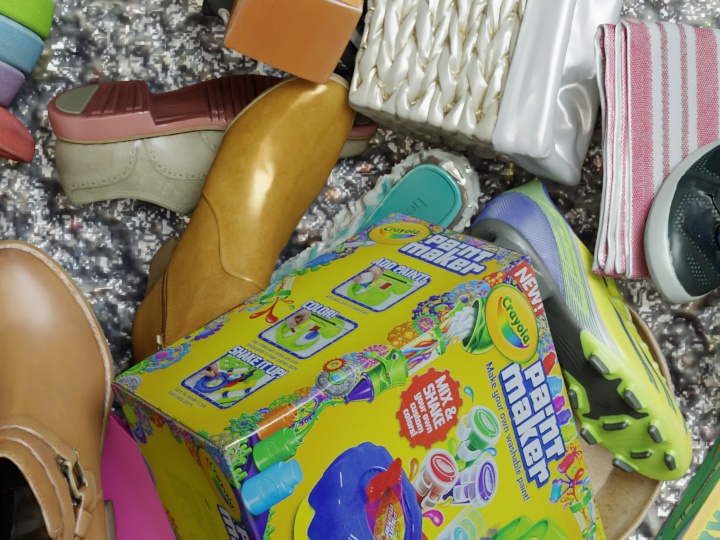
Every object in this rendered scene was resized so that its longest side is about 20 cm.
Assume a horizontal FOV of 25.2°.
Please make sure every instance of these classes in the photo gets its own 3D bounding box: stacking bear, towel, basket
[{"bbox_3d":[-0.227,-0.182,0.960,0.121,0.114,0.201,18,86,0],"label":"stacking bear"},{"bbox_3d":[0.214,-0.067,0.950,0.199,0.030,0.148,0,91,-35],"label":"towel"},{"bbox_3d":[0.081,-0.162,0.929,0.123,0.135,0.202,12,90,18],"label":"basket"}]

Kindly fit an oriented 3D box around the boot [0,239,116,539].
[{"bbox_3d":[-0.174,0.084,0.807,0.076,0.155,0.202,-6,90,3],"label":"boot"}]

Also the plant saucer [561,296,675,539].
[{"bbox_3d":[0.092,0.090,0.990,0.198,0.035,0.202,0,90,0],"label":"plant saucer"}]

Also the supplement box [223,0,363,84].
[{"bbox_3d":[-0.021,-0.203,0.917,0.068,0.067,0.201,19,50,-11],"label":"supplement box"}]

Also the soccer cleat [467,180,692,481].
[{"bbox_3d":[0.140,0.034,0.942,0.201,0.065,0.084,52,51,-10],"label":"soccer cleat"}]

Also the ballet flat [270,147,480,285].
[{"bbox_3d":[0.000,0.000,0.971,0.200,0.072,0.072,-40,90,21],"label":"ballet flat"}]

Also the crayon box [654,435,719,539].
[{"bbox_3d":[0.249,0.173,0.978,0.118,0.058,0.201,32,91,0],"label":"crayon box"}]

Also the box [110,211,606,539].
[{"bbox_3d":[0.006,0.108,0.846,0.192,0.122,0.201,-32,118,-25],"label":"box"}]

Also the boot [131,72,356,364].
[{"bbox_3d":[-0.063,-0.004,0.911,0.071,0.145,0.201,27,121,-26],"label":"boot"}]

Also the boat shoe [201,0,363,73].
[{"bbox_3d":[-0.077,-0.179,0.972,0.200,0.074,0.060,42,91,3],"label":"boat shoe"}]

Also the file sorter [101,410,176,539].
[{"bbox_3d":[-0.180,0.133,0.949,0.139,0.125,0.200,-45,89,2],"label":"file sorter"}]

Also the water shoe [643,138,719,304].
[{"bbox_3d":[0.239,-0.050,0.901,0.200,0.079,0.072,-37,110,-29],"label":"water shoe"}]

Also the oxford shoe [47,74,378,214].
[{"bbox_3d":[-0.089,-0.075,0.987,0.198,0.071,0.075,0,118,-2],"label":"oxford shoe"}]
